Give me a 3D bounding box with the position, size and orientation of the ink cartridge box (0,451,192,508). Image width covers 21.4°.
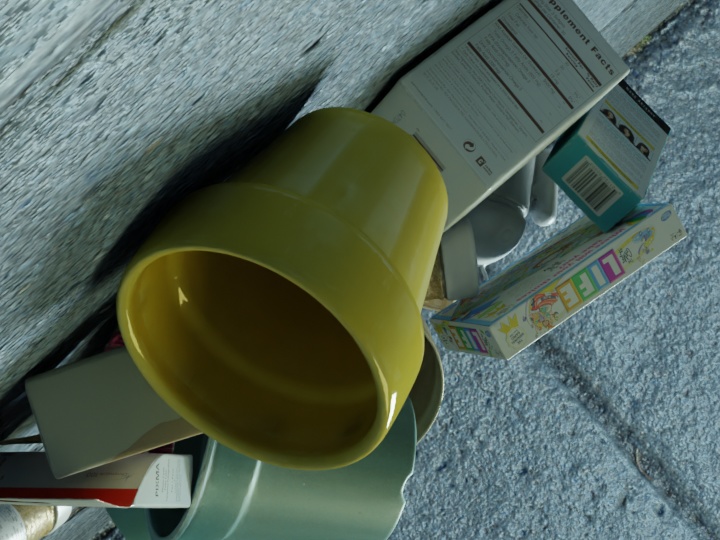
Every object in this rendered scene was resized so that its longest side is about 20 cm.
[{"bbox_3d":[-0.237,0.160,1.483,0.159,0.048,0.200,0,171,15],"label":"ink cartridge box"}]

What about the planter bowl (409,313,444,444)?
[{"bbox_3d":[-0.025,0.075,1.798,0.200,0.200,0.135,-42,-157,19],"label":"planter bowl"}]

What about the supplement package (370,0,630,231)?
[{"bbox_3d":[0.107,-0.139,1.599,0.200,0.117,0.117,-39,177,-34],"label":"supplement package"}]

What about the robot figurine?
[{"bbox_3d":[0.102,-0.090,1.733,0.113,0.168,0.202,126,-25,-74],"label":"robot figurine"}]

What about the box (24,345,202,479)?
[{"bbox_3d":[-0.136,0.084,1.413,0.199,0.078,0.095,-18,180,9],"label":"box"}]

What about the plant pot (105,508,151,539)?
[{"bbox_3d":[-0.189,0.199,1.991,0.160,0.202,0.201,-28,178,4],"label":"plant pot"}]

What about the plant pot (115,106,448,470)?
[{"bbox_3d":[-0.035,-0.003,1.278,0.201,0.200,0.189,-45,-169,49],"label":"plant pot"}]

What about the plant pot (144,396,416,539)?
[{"bbox_3d":[-0.067,0.156,1.665,0.200,0.195,0.202,-167,-90,-72],"label":"plant pot"}]

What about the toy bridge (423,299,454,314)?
[{"bbox_3d":[0.003,0.015,1.907,0.067,0.198,0.027,27,75,-79],"label":"toy bridge"}]

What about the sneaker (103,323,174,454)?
[{"bbox_3d":[-0.166,0.066,1.536,0.200,0.081,0.089,116,-12,-49],"label":"sneaker"}]

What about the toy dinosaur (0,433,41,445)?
[{"bbox_3d":[-0.226,0.121,1.637,0.101,0.058,0.200,-41,177,18],"label":"toy dinosaur"}]

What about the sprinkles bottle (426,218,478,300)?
[{"bbox_3d":[0.000,0.000,1.640,0.198,0.069,0.068,-7,177,1],"label":"sprinkles bottle"}]

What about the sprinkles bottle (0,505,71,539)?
[{"bbox_3d":[-0.348,0.247,1.755,0.068,0.068,0.200,-44,176,34],"label":"sprinkles bottle"}]

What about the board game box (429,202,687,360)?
[{"bbox_3d":[0.170,0.007,1.659,0.199,0.034,0.134,-33,-169,-16],"label":"board game box"}]

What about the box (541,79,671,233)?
[{"bbox_3d":[0.223,-0.110,1.710,0.049,0.082,0.200,-43,-175,26],"label":"box"}]
